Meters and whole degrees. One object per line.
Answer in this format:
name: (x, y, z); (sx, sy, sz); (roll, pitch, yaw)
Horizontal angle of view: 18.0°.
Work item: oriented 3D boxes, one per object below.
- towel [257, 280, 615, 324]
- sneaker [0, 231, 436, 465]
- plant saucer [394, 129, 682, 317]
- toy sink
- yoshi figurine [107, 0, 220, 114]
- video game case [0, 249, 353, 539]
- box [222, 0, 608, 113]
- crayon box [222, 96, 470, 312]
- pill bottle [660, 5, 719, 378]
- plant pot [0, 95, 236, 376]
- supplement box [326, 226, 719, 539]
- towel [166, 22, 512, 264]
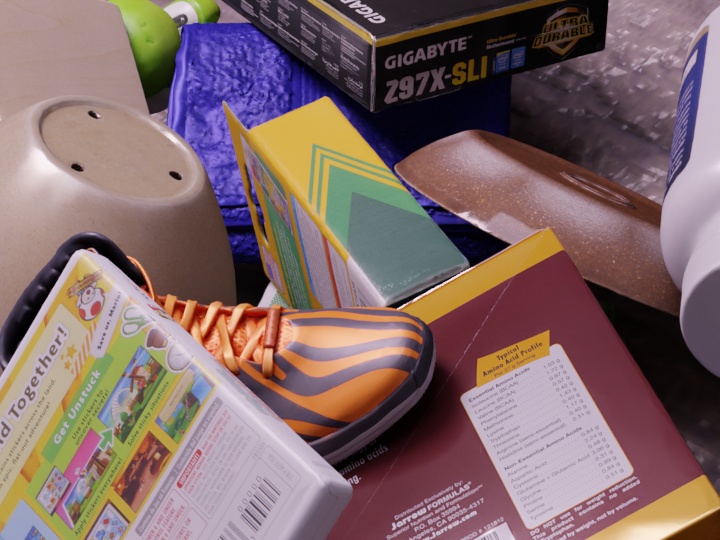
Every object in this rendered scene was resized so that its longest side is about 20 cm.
towel: (0.022, 0.054, 1.210); (0.199, 0.031, 0.150); (5, 45, 24)
sneaker: (-0.073, 0.034, 0.994); (0.199, 0.112, 0.078); (-14, 42, 20)
plant saucer: (0.115, -0.027, 1.162); (0.200, 0.200, 0.037); (33, 102, 43)
toy sink: (-0.237, -0.077, 1.295); (0.199, 0.130, 0.113); (-28, 70, 32)
yoshi figurine: (-0.177, -0.113, 1.374); (0.199, 0.113, 0.112); (-26, 29, 17)
video game case: (-0.110, 0.119, 0.903); (0.182, 0.023, 0.201); (39, 101, 41)
box: (0.023, -0.165, 1.300); (0.159, 0.050, 0.200); (-15, 34, -27)
crayon box: (0.000, 0.000, 1.165); (0.051, 0.126, 0.200); (-24, 41, -14)
pill bottle: (0.200, -0.039, 1.074); (0.110, 0.112, 0.201); (-2, 39, 17)
plant pot: (-0.143, -0.007, 1.140); (0.199, 0.135, 0.201); (20, 29, -11)
supplement box: (0.056, 0.125, 1.014); (0.196, 0.133, 0.200); (-29, 40, 2)
towel: (-0.011, -0.076, 1.287); (0.198, 0.050, 0.149); (1, 71, 0)
